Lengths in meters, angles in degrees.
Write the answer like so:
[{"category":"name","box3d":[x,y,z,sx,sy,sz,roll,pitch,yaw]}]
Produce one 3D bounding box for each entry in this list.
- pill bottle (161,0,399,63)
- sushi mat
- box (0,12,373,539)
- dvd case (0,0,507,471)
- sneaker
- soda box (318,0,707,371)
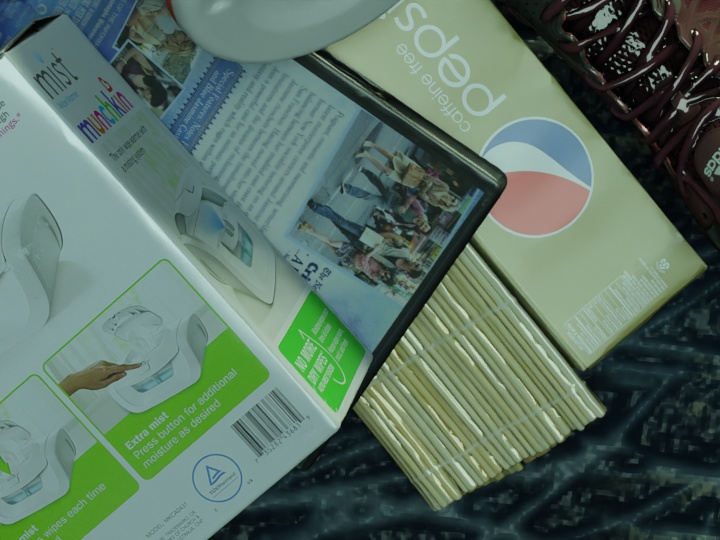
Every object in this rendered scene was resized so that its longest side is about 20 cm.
[{"category":"pill bottle","box3d":[-0.058,-0.180,0.980,0.112,0.112,0.200,-29,62,-5]},{"category":"sushi mat","box3d":[0.000,0.000,1.049,0.096,0.012,0.200,-36,97,36]},{"category":"box","box3d":[-0.130,0.041,0.994,0.200,0.097,0.177,-41,95,15]},{"category":"dvd case","box3d":[-0.064,-0.035,1.026,0.200,0.018,0.143,35,112,1]},{"category":"sneaker","box3d":[0.116,-0.074,1.001,0.076,0.116,0.200,-40,124,14]},{"category":"soda box","box3d":[0.041,-0.057,1.052,0.064,0.068,0.200,-39,96,-4]}]
